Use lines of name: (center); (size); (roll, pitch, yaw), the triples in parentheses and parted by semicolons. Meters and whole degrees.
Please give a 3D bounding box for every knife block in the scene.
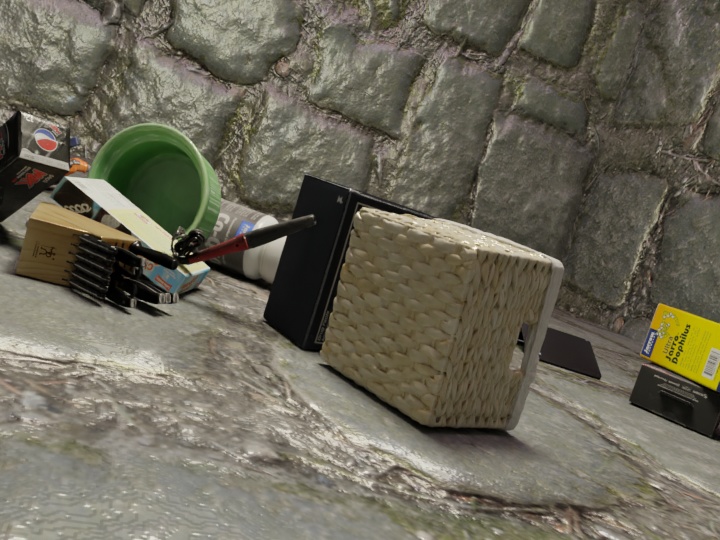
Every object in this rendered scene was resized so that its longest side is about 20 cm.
knife block: (-0.299, -0.015, 0.788); (0.172, 0.065, 0.200); (17, 5, -24)

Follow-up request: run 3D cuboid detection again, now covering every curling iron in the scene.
curling iron: (-0.149, -0.041, 0.841); (0.195, 0.050, 0.026); (-9, 45, 11)

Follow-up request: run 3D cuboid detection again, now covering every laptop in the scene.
laptop: (0.409, 0.182, 1.492); (0.173, 0.106, 0.200); (18, -20, -7)

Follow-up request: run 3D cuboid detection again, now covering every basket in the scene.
basket: (0.086, 0.051, 0.751); (0.159, 0.203, 0.198); (7, 12, -43)

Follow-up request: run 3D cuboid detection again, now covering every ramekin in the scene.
ramekin: (-0.313, -0.115, 1.053); (0.196, 0.204, 0.098); (19, -2, 9)

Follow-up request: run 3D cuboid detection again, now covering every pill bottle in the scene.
pill bottle: (-0.208, -0.053, 1.181); (0.196, 0.116, 0.114); (19, 6, 16)

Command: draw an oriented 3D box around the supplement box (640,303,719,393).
supplement box: (0.630, 0.148, 1.225); (0.107, 0.112, 0.200); (17, 6, -22)

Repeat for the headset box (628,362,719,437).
headset box: (0.592, 0.233, 1.250); (0.147, 0.079, 0.199); (22, 5, 32)

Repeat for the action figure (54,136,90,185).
action figure: (-0.629, -0.210, 1.411); (0.196, 0.107, 0.192); (-8, -3, 30)

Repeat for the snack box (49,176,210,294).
snack box: (-0.299, -0.047, 0.900); (0.199, 0.037, 0.116); (39, 6, -1)

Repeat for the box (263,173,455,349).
box: (0.000, 0.000, 0.904); (0.196, 0.204, 0.122); (14, 7, -40)

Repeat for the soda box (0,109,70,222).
soda box: (-0.454, -0.128, 0.873); (0.197, 0.065, 0.070); (-21, -21, 36)
